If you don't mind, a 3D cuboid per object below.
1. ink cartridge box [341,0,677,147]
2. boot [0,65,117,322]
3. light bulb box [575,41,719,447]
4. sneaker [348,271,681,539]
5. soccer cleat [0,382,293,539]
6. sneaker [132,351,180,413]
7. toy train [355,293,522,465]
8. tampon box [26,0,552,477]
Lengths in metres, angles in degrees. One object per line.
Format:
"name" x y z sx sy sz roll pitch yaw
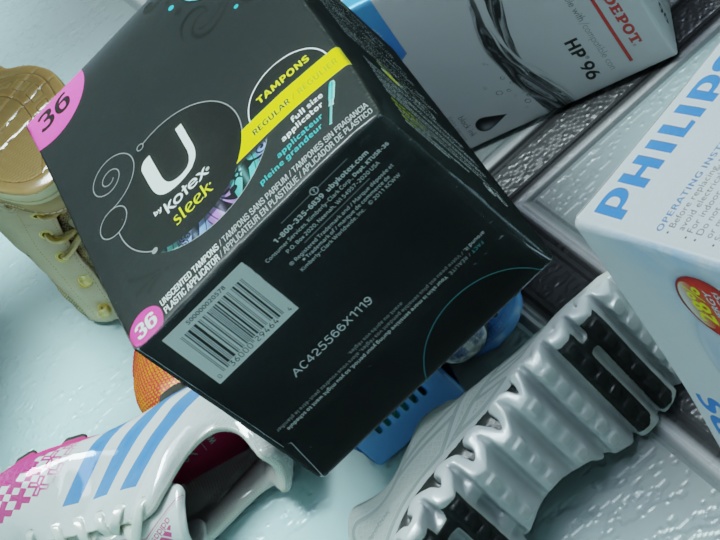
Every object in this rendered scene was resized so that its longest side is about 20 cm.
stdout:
"ink cartridge box" 0.085 -0.146 1.314 0.199 0.116 0.068 -25 38 19
"boot" -0.156 -0.034 1.363 0.073 0.156 0.200 -48 30 -13
"light bulb box" 0.219 0.023 0.946 0.125 0.198 0.200 -49 36 -18
"sneaker" 0.070 0.067 1.140 0.200 0.075 0.081 -46 28 -11
"soccer cleat" -0.120 0.118 1.241 0.200 0.070 0.086 -32 36 8
"sneaker" -0.094 -0.001 1.345 0.073 0.077 0.200 -18 42 22
"toy train" 0.000 0.000 1.259 0.114 0.087 0.200 -40 36 7
"tampon box" -0.039 -0.038 1.158 0.150 0.126 0.200 -45 39 9
